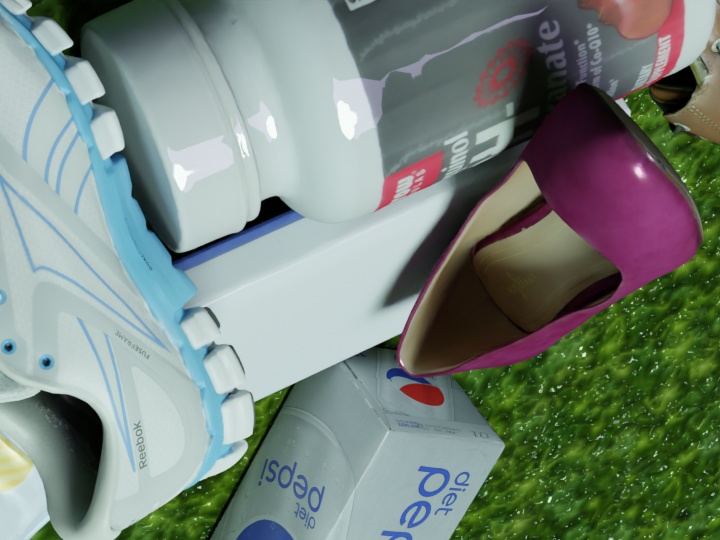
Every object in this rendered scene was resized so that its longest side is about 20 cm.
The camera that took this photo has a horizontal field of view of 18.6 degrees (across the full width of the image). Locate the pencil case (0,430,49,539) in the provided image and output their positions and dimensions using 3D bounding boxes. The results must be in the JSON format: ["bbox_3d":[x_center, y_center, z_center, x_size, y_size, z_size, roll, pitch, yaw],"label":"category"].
[{"bbox_3d":[-0.189,0.118,0.765,0.201,0.090,0.083,-52,159,-7],"label":"pencil case"}]

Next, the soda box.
[{"bbox_3d":[-0.023,0.129,0.934,0.068,0.064,0.201,11,118,-39],"label":"soda box"}]

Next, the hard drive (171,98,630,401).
[{"bbox_3d":[0.000,0.000,0.832,0.199,0.025,0.132,-25,162,-16],"label":"hard drive"}]

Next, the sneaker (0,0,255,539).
[{"bbox_3d":[-0.110,-0.003,0.689,0.087,0.075,0.201,-42,105,-45],"label":"sneaker"}]

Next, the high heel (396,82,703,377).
[{"bbox_3d":[0.057,0.000,0.742,0.096,0.068,0.200,-38,170,-5],"label":"high heel"}]

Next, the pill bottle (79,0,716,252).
[{"bbox_3d":[0.011,-0.083,0.743,0.199,0.111,0.111,-25,136,-14],"label":"pill bottle"}]

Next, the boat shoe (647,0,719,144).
[{"bbox_3d":[0.140,-0.086,0.868,0.068,0.072,0.201,-30,127,-4],"label":"boat shoe"}]
